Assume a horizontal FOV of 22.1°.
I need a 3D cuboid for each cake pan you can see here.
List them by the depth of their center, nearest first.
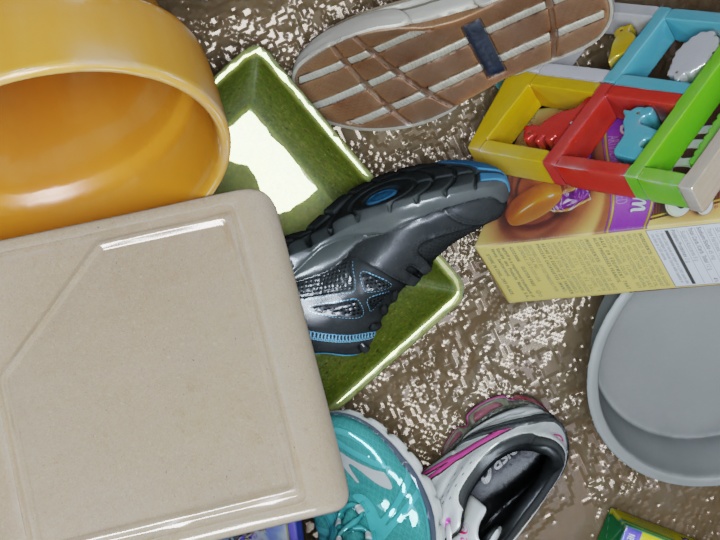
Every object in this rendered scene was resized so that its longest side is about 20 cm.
[{"bbox_3d":[0.228,0.042,1.127,0.199,0.037,0.201,-7,123,-11],"label":"cake pan"}]

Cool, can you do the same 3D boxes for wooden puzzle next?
[{"bbox_3d":[-0.121,0.061,0.987,0.199,0.037,0.186,-11,74,-15],"label":"wooden puzzle"}]

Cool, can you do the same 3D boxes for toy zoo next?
[{"bbox_3d":[0.149,-0.102,1.068,0.131,0.199,0.020,-52,129,-21],"label":"toy zoo"}]

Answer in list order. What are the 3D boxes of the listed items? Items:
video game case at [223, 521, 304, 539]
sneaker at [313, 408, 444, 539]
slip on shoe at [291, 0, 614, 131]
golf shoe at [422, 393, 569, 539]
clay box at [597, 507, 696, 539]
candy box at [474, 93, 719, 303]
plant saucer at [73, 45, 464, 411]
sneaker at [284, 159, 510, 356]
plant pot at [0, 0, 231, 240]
[{"bbox_3d":[-0.119,0.193,1.082,0.180,0.045,0.201,-7,92,3],"label":"video game case"},{"bbox_3d":[0.010,0.177,1.072,0.077,0.080,0.201,-23,82,27],"label":"sneaker"},{"bbox_3d":[0.055,-0.144,1.110,0.199,0.061,0.076,-21,119,15],"label":"slip on shoe"},{"bbox_3d":[0.047,0.159,1.131,0.073,0.092,0.200,42,93,-10],"label":"golf shoe"},{"bbox_3d":[0.233,0.243,1.184,0.199,0.048,0.116,21,95,-8],"label":"clay box"},{"bbox_3d":[0.175,-0.048,1.053,0.199,0.117,0.057,-6,135,33],"label":"candy box"},{"bbox_3d":[-0.073,0.002,1.117,0.200,0.048,0.200,-41,99,0],"label":"plant saucer"},{"bbox_3d":[0.000,0.000,1.071,0.199,0.073,0.082,-24,105,7],"label":"sneaker"},{"bbox_3d":[-0.188,-0.122,1.009,0.199,0.200,0.184,-16,62,-4],"label":"plant pot"}]
